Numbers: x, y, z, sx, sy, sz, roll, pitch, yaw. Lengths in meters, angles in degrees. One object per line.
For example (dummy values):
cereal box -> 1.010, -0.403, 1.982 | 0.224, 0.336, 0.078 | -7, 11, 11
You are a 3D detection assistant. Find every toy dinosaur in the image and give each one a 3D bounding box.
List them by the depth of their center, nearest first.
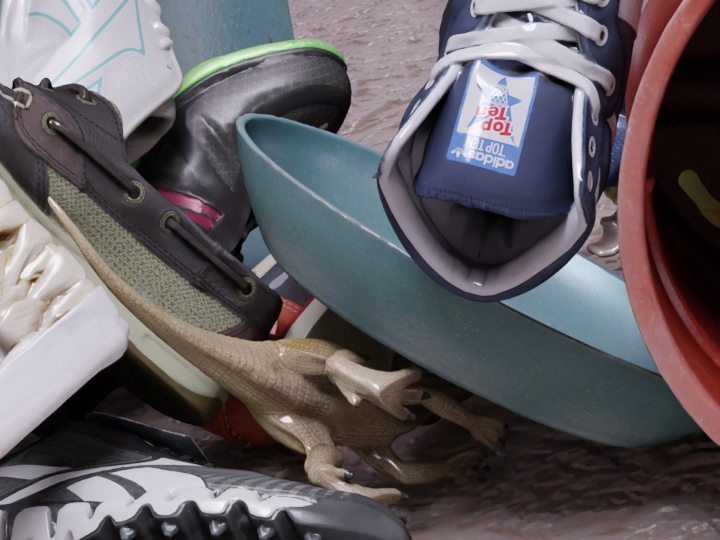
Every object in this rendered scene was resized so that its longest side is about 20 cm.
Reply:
toy dinosaur -> -0.019, 0.041, 0.916 | 0.199, 0.059, 0.101 | 21, 6, -44

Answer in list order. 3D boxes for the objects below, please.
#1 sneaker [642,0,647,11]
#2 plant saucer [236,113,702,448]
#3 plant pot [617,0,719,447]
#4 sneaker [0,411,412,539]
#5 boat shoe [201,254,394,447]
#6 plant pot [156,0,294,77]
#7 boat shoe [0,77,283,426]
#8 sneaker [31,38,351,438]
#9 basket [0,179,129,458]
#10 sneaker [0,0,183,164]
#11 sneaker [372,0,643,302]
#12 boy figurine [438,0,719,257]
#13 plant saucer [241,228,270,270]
sneaker -> 0.159, -0.144, 1.158 | 0.198, 0.074, 0.088 | -11, 22, 0
plant saucer -> 0.040, 0.009, 0.932 | 0.199, 0.036, 0.200 | 27, 9, -5
plant pot -> 0.170, -0.042, 0.899 | 0.199, 0.202, 0.195 | -16, 12, 2
sneaker -> -0.069, 0.081, 0.905 | 0.199, 0.067, 0.091 | -8, 32, 26
boat shoe -> 0.000, 0.000, 1.064 | 0.062, 0.072, 0.200 | 5, 36, 35
plant pot -> -0.142, -0.117, 1.228 | 0.199, 0.197, 0.196 | -22, 20, -33
boat shoe -> -0.108, -0.033, 0.957 | 0.066, 0.201, 0.072 | -50, 17, -20
sneaker -> -0.069, -0.006, 1.077 | 0.200, 0.077, 0.084 | -47, 56, -10
basket -> -0.186, 0.031, 0.923 | 0.135, 0.124, 0.200 | -42, 6, -26
sneaker -> -0.104, -0.085, 1.060 | 0.080, 0.071, 0.201 | 12, 60, -1
sneaker -> 0.051, -0.086, 0.801 | 0.070, 0.201, 0.109 | 12, 33, 10
boy figurine -> 0.124, -0.063, 1.038 | 0.199, 0.125, 0.064 | 3, 17, -29
plant saucer -> -0.086, -0.006, 1.200 | 0.199, 0.028, 0.200 | -15, 21, 6
